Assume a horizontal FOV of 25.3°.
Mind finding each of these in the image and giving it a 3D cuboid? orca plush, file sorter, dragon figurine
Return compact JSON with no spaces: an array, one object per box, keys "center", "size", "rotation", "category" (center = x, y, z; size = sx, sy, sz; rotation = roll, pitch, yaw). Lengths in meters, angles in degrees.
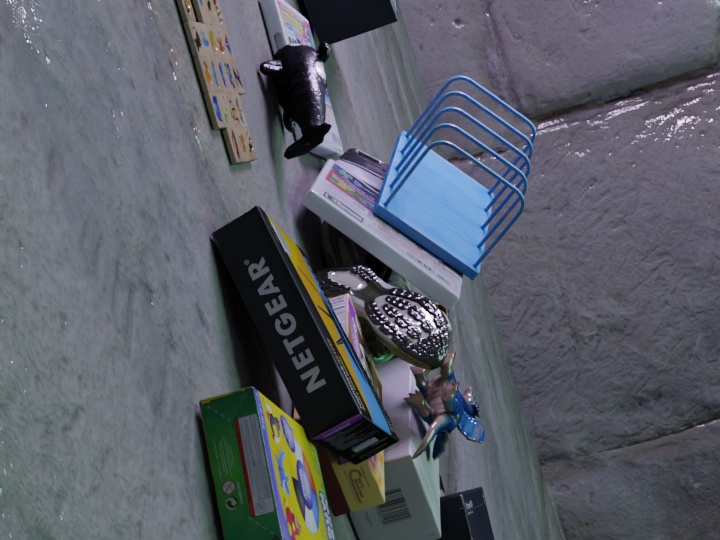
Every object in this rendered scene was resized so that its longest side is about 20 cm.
[{"center":[-0.083,-0.194,1.742],"size":[0.105,0.071,0.201],"rotation":[-54,-154,39],"category":"orca plush"},{"center":[0.117,-0.115,1.839],"size":[0.138,0.123,0.200],"rotation":[33,30,-9],"category":"file sorter"},{"center":[0.089,0.151,1.607],"size":[0.200,0.058,0.100],"rotation":[-89,155,-64],"category":"dragon figurine"}]

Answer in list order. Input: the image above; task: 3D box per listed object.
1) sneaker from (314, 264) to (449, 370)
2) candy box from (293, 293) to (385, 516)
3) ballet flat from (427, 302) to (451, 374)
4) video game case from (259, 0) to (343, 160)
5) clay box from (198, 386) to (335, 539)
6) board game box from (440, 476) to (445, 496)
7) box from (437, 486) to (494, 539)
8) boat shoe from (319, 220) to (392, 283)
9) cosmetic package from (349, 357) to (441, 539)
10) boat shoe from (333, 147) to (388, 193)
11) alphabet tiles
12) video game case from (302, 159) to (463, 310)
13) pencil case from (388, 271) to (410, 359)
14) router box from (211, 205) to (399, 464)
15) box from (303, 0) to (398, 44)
[{"center":[0.024,0.065,1.652],"size":[0.200,0.077,0.089],"rotation":[34,-43,47],"category":"sneaker"},{"center":[-0.019,0.125,1.535],"size":[0.200,0.056,0.117],"rotation":[-87,160,-60],"category":"candy box"},{"center":[0.099,0.092,2.303],"size":[0.200,0.063,0.069],"rotation":[-84,156,-67],"category":"ballet flat"},{"center":[-0.069,-0.230,1.940],"size":[0.200,0.024,0.183],"rotation":[3,72,-80],"category":"video game case"},{"center":[-0.062,0.168,1.213],"size":[0.200,0.047,0.116],"rotation":[50,25,-68],"category":"clay box"},{"center":[0.087,0.290,2.018],"size":[0.200,0.023,0.106],"rotation":[56,23,-66],"category":"board game box"},{"center":[0.095,0.337,1.726],"size":[0.200,0.103,0.184],"rotation":[30,46,-78],"category":"box"},{"center":[0.000,0.000,1.807],"size":[0.201,0.073,0.075],"rotation":[-95,167,-49],"category":"boat shoe"},{"center":[0.031,0.186,1.644],"size":[0.200,0.084,0.108],"rotation":[-87,159,-65],"category":"cosmetic package"},{"center":[0.053,-0.087,1.936],"size":[0.068,0.198,0.074],"rotation":[-46,151,-35],"category":"boat shoe"},{"center":[-0.137,-0.199,1.513],"size":[0.167,0.007,0.202],"rotation":[-38,112,-81],"category":"alphabet tiles"},{"center":[0.030,-0.043,1.792],"size":[0.199,0.023,0.182],"rotation":[35,15,-4],"category":"video game case"},{"center":[0.027,0.041,1.894],"size":[0.201,0.077,0.090],"rotation":[-96,180,-45],"category":"pencil case"},{"center":[-0.045,0.059,1.358],"size":[0.201,0.051,0.149],"rotation":[62,5,19],"category":"router box"},{"center":[-0.034,-0.445,2.202],"size":[0.199,0.122,0.201],"rotation":[-90,161,-63],"category":"box"}]
